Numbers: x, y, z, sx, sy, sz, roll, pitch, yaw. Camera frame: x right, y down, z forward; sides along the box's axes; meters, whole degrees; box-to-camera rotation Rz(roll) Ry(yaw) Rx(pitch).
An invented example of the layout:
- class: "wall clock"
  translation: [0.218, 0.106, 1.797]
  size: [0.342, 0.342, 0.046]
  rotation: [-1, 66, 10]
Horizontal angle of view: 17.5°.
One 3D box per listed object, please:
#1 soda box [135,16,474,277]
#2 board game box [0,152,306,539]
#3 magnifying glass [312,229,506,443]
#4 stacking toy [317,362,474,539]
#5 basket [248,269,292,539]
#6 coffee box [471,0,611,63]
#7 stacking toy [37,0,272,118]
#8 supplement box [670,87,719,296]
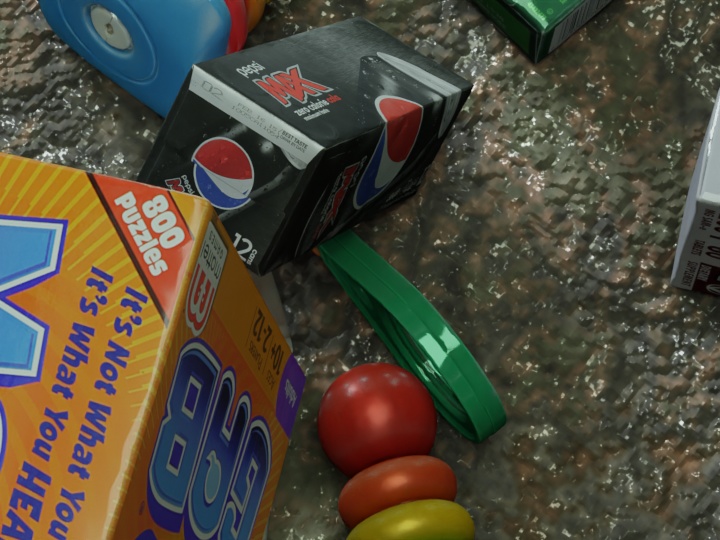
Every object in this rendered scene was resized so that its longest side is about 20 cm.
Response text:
- class: "soda box"
  translation: [-0.020, -0.059, 1.021]
  size: [0.071, 0.200, 0.064]
  rotation: [32, 111, 11]
- class: "board game box"
  translation: [-0.153, 0.081, 0.831]
  size: [0.199, 0.200, 0.201]
  rotation: [12, 73, 12]
- class: "magnifying glass"
  translation: [0.000, 0.000, 1.069]
  size: [0.022, 0.080, 0.200]
  rotation: [-38, 64, -10]
- class: "stacking toy"
  translation: [0.028, 0.131, 1.014]
  size: [0.085, 0.085, 0.201]
  rotation: [-13, 66, -4]
- class: "basket"
  translation: [-0.105, 0.094, 0.999]
  size: [0.123, 0.136, 0.201]
  rotation: [4, 70, 6]
- class: "coffee box"
  translation: [0.119, -0.207, 1.154]
  size: [0.200, 0.044, 0.123]
  rotation: [-42, 75, -13]
- class: "stacking toy"
  translation: [-0.057, -0.176, 1.123]
  size: [0.110, 0.116, 0.200]
  rotation: [38, 63, 10]
- class: "supplement box"
  translation: [0.246, -0.015, 1.049]
  size: [0.199, 0.109, 0.061]
  rotation: [12, 70, 6]
